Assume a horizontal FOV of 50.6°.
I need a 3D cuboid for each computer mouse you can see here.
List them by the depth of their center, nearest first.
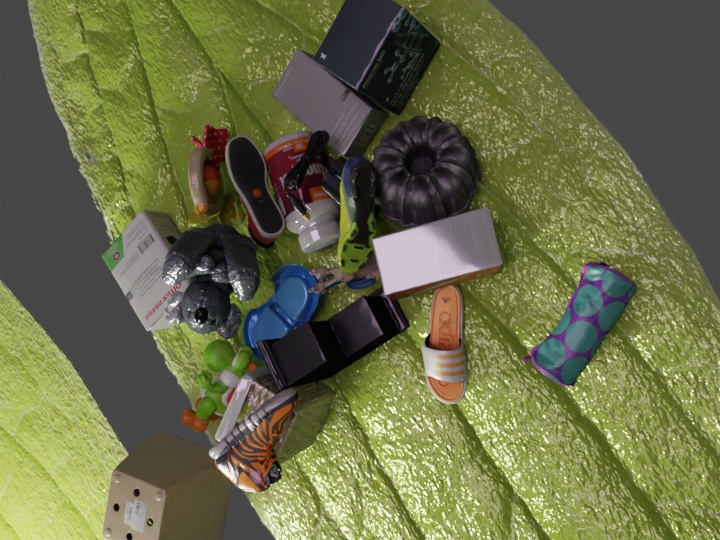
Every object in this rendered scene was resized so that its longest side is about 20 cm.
[{"bbox_3d":[-0.042,-0.132,1.335,0.141,0.200,0.046,-53,31,-16],"label":"computer mouse"}]

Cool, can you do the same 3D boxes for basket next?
[{"bbox_3d":[-0.147,0.259,1.378,0.122,0.199,0.138,29,100,17],"label":"basket"}]

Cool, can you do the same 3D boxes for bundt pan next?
[{"bbox_3d":[0.105,-0.179,1.300,0.197,0.076,0.206,-5,66,11],"label":"bundt pan"}]

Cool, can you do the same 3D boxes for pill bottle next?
[{"bbox_3d":[-0.100,-0.143,1.411,0.111,0.113,0.204,-25,79,22],"label":"pill bottle"}]

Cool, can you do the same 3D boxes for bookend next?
[{"bbox_3d":[-0.044,0.113,1.331,0.197,0.199,0.093,-34,76,20],"label":"bookend"}]

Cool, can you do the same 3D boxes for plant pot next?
[{"bbox_3d":[-0.389,0.455,1.492,0.196,0.176,0.205,13,94,25],"label":"plant pot"}]

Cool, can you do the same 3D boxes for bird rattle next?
[{"bbox_3d":[-0.289,-0.180,1.482,0.110,0.163,0.205,2,99,6],"label":"bird rattle"}]

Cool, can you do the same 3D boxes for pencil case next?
[{"bbox_3d":[0.350,0.084,1.214,0.091,0.085,0.203,30,101,6],"label":"pencil case"}]

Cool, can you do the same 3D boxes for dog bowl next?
[{"bbox_3d":[-0.143,0.081,1.459,0.111,0.049,0.202,41,104,20],"label":"dog bowl"}]

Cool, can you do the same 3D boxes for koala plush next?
[{"bbox_3d":[-0.282,0.034,1.437,0.173,0.185,0.204,12,117,-9],"label":"koala plush"}]

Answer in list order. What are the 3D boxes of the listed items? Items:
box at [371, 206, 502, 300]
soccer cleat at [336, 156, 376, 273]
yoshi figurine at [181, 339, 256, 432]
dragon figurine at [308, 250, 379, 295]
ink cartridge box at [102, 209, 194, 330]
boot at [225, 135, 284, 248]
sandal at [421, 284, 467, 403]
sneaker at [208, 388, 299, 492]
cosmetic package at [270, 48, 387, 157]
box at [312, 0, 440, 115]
[{"bbox_3d":[0.130,-0.025,1.271,0.196,0.124,0.100,-15,82,8],"label":"box"},{"bbox_3d":[-0.008,-0.095,1.298,0.063,0.084,0.204,-1,114,-17],"label":"soccer cleat"},{"bbox_3d":[-0.283,0.209,1.477,0.201,0.110,0.113,-54,43,25],"label":"yoshi figurine"},{"bbox_3d":[0.000,0.000,1.386,0.195,0.099,0.060,-10,83,-13],"label":"dragon figurine"},{"bbox_3d":[-0.419,0.002,1.568,0.146,0.084,0.202,-41,73,18],"label":"ink cartridge box"},{"bbox_3d":[-0.208,-0.144,1.446,0.071,0.144,0.204,-20,86,-16],"label":"boot"},{"bbox_3d":[0.140,0.127,1.322,0.078,0.059,0.212,-2,88,24],"label":"sandal"},{"bbox_3d":[-0.151,0.285,1.251,0.199,0.077,0.113,-41,87,24],"label":"sneaker"},{"bbox_3d":[-0.059,-0.308,1.412,0.199,0.090,0.108,39,107,17],"label":"cosmetic package"},{"bbox_3d":[0.032,-0.377,1.309,0.106,0.199,0.150,37,103,21],"label":"box"}]
